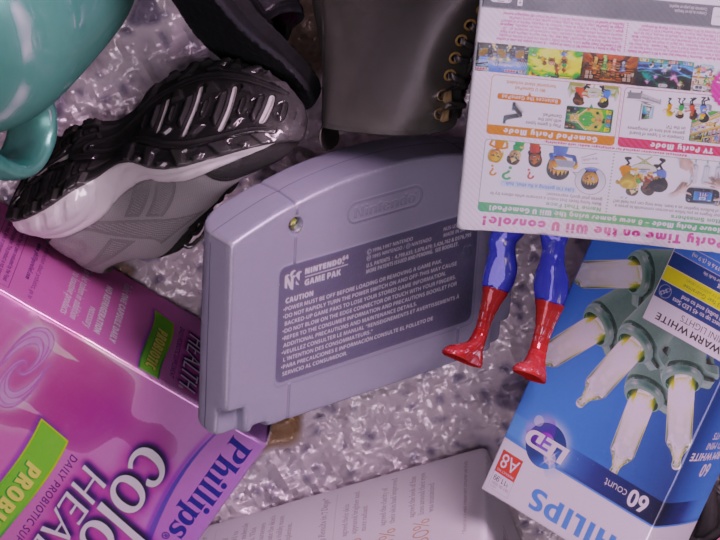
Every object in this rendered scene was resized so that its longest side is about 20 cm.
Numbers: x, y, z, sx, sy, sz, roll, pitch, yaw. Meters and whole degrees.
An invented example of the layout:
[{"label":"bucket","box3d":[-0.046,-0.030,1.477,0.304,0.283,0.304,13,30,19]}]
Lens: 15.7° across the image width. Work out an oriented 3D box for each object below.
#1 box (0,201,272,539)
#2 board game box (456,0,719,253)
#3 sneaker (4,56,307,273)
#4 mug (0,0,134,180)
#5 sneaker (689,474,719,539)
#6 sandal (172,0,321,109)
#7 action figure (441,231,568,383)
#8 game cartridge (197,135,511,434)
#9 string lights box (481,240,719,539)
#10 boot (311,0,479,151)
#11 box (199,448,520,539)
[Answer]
[{"label":"box","box3d":[-0.176,0.090,1.449,0.200,0.097,0.176,31,113,-12]},{"label":"board game box","box3d":[0.127,-0.112,1.239,0.147,0.064,0.201,6,119,1]},{"label":"sneaker","box3d":[-0.097,-0.051,1.375,0.200,0.074,0.079,-20,130,41]},{"label":"mug","box3d":[-0.192,-0.132,1.309,0.152,0.114,0.185,-26,110,36]},{"label":"sneaker","box3d":[0.203,0.081,1.440,0.120,0.084,0.200,13,117,-14]},{"label":"sandal","box3d":[-0.065,-0.147,1.318,0.048,0.075,0.200,-53,142,-11]},{"label":"action figure","box3d":[0.096,-0.045,1.364,0.065,0.052,0.201,12,82,28]},{"label":"game cartridge","box3d":[0.000,0.000,1.372,0.200,0.041,0.134,-16,126,-37]},{"label":"string lights box","box3d":[0.154,0.050,1.377,0.103,0.059,0.201,30,105,28]},{"label":"boot","box3d":[0.067,-0.131,1.303,0.199,0.077,0.139,1,98,25]},{"label":"box","box3d":[-0.007,0.204,1.464,0.199,0.152,0.107,-17,113,11]}]
